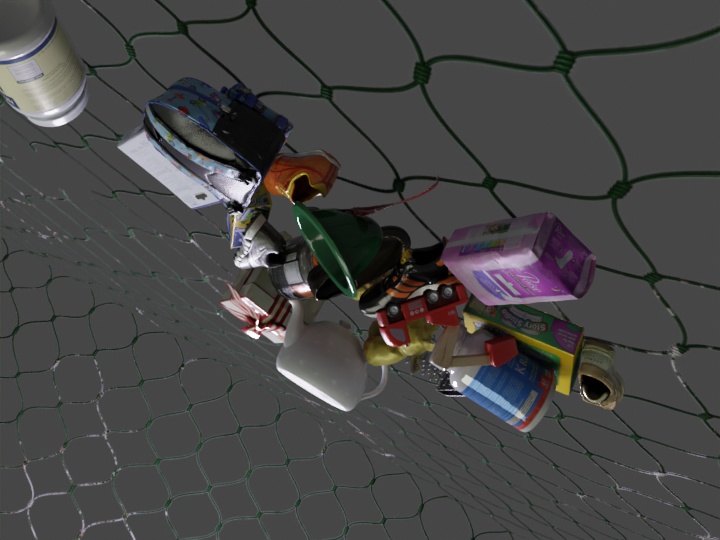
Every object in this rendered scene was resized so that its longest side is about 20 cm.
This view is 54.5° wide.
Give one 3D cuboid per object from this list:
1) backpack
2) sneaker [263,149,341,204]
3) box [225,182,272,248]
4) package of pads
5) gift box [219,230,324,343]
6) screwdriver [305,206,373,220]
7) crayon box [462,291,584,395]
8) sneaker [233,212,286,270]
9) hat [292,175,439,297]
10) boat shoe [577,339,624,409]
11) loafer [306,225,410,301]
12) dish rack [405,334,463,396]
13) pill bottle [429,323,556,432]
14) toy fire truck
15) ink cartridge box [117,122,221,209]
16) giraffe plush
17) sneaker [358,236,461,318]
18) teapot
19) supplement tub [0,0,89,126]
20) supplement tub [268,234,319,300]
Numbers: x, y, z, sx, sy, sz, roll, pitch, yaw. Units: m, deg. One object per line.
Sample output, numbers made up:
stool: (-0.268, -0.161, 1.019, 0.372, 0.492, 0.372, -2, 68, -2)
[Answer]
backpack: (-0.221, -0.206, 1.052, 0.197, 0.137, 0.182, 33, 159, -8)
sneaker: (-0.110, -0.144, 1.122, 0.073, 0.079, 0.198, 38, 159, -26)
box: (-0.214, -0.108, 1.317, 0.068, 0.066, 0.200, -9, 164, -16)
package of pads: (0.217, -0.011, 0.982, 0.120, 0.077, 0.198, 37, 158, -24)
gift box: (-0.190, 0.042, 1.477, 0.198, 0.190, 0.183, 35, 158, -17)
screwdriver: (-0.044, -0.093, 1.215, 0.196, 0.029, 0.029, 10, -178, 41)
crayon box: (0.281, 0.123, 1.211, 0.196, 0.059, 0.174, 21, 155, 24)
sneaker: (-0.183, -0.031, 1.300, 0.090, 0.067, 0.200, 36, 155, -1)
hat: (0.015, -0.073, 1.073, 0.200, 0.174, 0.168, 43, 164, 45)
boat shoe: (0.403, 0.193, 1.190, 0.073, 0.067, 0.201, 13, 152, 36)
loafer: (0.000, 0.000, 1.165, 0.074, 0.197, 0.072, 52, -164, -27)
dish rack: (0.165, 0.203, 1.542, 0.198, 0.055, 0.153, 37, 157, -15)
pill bottle: (0.217, 0.169, 1.162, 0.197, 0.114, 0.113, 31, 159, 0)
toy fire truck: (0.132, 0.097, 1.080, 0.049, 0.194, 0.145, -167, 59, -86)
ink cartridge box: (-0.356, -0.206, 1.358, 0.200, 0.041, 0.197, 43, 155, -28)
giraffe plush: (0.061, 0.074, 1.283, 0.166, 0.169, 0.200, 64, 178, -19)
sneaker: (0.073, 0.004, 1.131, 0.195, 0.071, 0.091, -22, 129, 18)
teapot: (-0.057, 0.169, 1.356, 0.194, 0.149, 0.201, 24, 164, 22)
supplement tub: (-0.540, -0.349, 1.147, 0.142, 0.147, 0.201, 25, 158, 12)
supplement tub: (-0.085, -0.009, 1.316, 0.122, 0.125, 0.198, 39, 157, -23)
